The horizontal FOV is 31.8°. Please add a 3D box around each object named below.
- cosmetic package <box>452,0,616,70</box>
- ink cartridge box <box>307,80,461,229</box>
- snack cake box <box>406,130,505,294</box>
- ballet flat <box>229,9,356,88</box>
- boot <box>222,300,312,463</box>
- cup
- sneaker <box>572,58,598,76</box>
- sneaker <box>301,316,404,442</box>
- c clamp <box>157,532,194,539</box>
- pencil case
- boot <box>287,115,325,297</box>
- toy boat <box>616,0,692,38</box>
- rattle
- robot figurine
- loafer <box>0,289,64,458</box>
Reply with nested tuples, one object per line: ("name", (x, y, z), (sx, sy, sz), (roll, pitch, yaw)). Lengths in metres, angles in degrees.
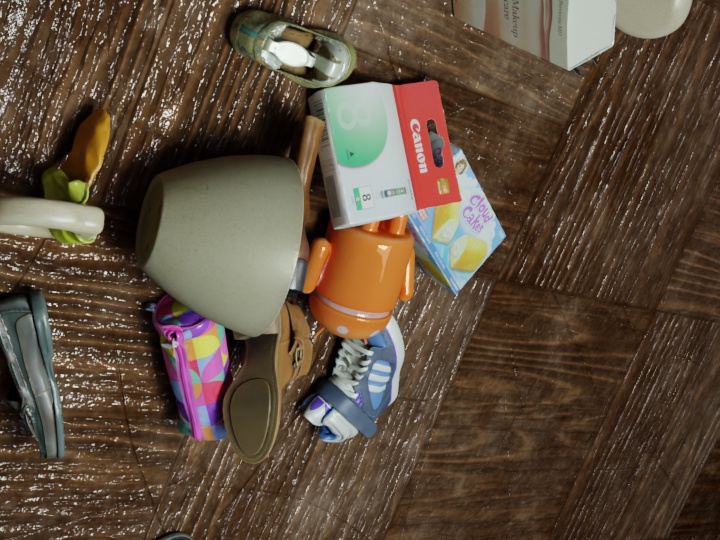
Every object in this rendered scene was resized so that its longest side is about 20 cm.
("cosmetic package", (0.207, -0.333, 1.533), (0.087, 0.199, 0.105), (-31, 134, -28))
("ink cartridge box", (0.041, -0.147, 1.534), (0.197, 0.050, 0.164), (-12, 91, -30))
("snack cake box", (0.112, -0.075, 1.709), (0.115, 0.067, 0.201), (-47, 139, -10))
("ballet flat", (-0.061, -0.242, 1.426), (0.198, 0.070, 0.072), (11, 107, -48))
("boot", (-0.109, 0.130, 1.554), (0.155, 0.075, 0.204), (12, 70, -71))
("cup", (-0.164, -0.039, 1.380), (0.141, 0.200, 0.203), (11, 108, -24))
("sneaker", (0.256, -0.339, 1.685), (0.060, 0.105, 0.201), (-30, 107, 20))
("sneaker", (-0.017, 0.147, 1.712), (0.146, 0.080, 0.202), (-34, 141, -31))
("c clamp", (-0.296, 0.435, 1.665), (0.198, 0.027, 0.173), (-26, 126, -30))
("pencil case", (-0.196, 0.114, 1.508), (0.088, 0.088, 0.202), (-32, 134, -26))
("boot", (-0.094, -0.074, 1.485), (0.067, 0.188, 0.204), (8, 83, -9))
("toy boat", (0.410, -0.430, 1.761), (0.131, 0.129, 0.203), (-50, 151, -56))
("rattle", (-0.347, -0.096, 1.232), (0.197, 0.130, 0.145), (8, 100, -19))
("robot figurine", (0.002, 0.000, 1.608), (0.144, 0.115, 0.203), (-25, 135, -64))
("loafer", (-0.360, 0.116, 1.367), (0.062, 0.072, 0.203), (-9, 117, -18))
